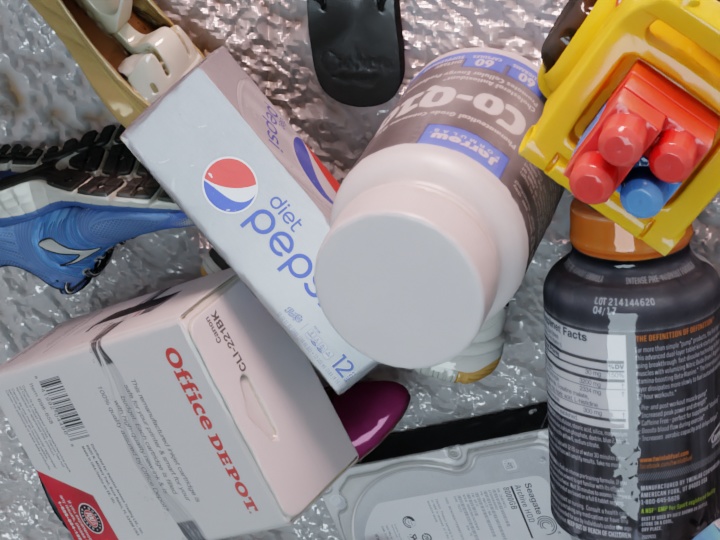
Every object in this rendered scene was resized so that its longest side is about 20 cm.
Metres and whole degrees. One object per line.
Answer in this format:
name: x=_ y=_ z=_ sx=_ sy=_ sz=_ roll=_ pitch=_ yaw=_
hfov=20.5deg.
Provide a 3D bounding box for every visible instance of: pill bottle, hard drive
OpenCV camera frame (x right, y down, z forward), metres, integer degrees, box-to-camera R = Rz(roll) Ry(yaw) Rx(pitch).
pill bottle: x=0.161 y=0.054 z=1.175 sx=0.105 sy=0.106 sz=0.202 roll=3 pitch=109 yaw=18
pill bottle: x=0.049 y=-0.037 z=1.115 sx=0.113 sy=0.200 sz=0.115 roll=9 pitch=121 yaw=15
hard drive: x=0.082 y=0.166 z=1.319 sx=0.198 sy=0.038 sz=0.141 roll=-13 pitch=114 yaw=25

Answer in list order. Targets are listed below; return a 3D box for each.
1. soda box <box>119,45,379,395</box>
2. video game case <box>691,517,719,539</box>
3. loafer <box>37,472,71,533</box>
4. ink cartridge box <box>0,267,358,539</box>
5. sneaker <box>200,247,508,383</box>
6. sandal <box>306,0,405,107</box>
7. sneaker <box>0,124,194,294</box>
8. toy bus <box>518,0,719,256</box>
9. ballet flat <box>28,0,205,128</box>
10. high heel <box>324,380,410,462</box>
soda box: x=-0.046 y=-0.030 z=1.166 sx=0.068 sy=0.063 sz=0.200 roll=-39 pitch=97 yaw=18
video game case: x=0.201 y=0.199 z=1.207 sx=0.046 sy=0.181 sz=0.200 roll=53 pitch=125 yaw=15
loafer: x=-0.156 y=0.167 z=1.393 sx=0.072 sy=0.073 sz=0.201 roll=-25 pitch=117 yaw=21
ink cartridge box: x=-0.119 y=0.092 z=1.249 sx=0.199 sy=0.084 sz=0.145 roll=-16 pitch=106 yaw=43
sneaker: x=0.000 y=0.000 z=1.244 sx=0.198 sy=0.076 sz=0.089 roll=15 pitch=106 yaw=9
sandal: x=-0.011 y=-0.182 z=1.147 sx=0.074 sy=0.045 sz=0.202 roll=1 pitch=119 yaw=20
sneaker: x=-0.174 y=-0.036 z=1.283 sx=0.198 sy=0.079 sz=0.090 roll=-3 pitch=128 yaw=29
toy bus: x=0.171 y=-0.110 z=1.036 sx=0.135 sy=0.192 sz=0.201 roll=35 pitch=123 yaw=0
ballet flat: x=-0.143 y=-0.142 z=1.200 sx=0.200 sy=0.069 sz=0.063 roll=46 pitch=150 yaw=-9
high heel: x=-0.062 y=0.094 z=1.308 sx=0.199 sy=0.068 sz=0.096 roll=-26 pitch=118 yaw=34
